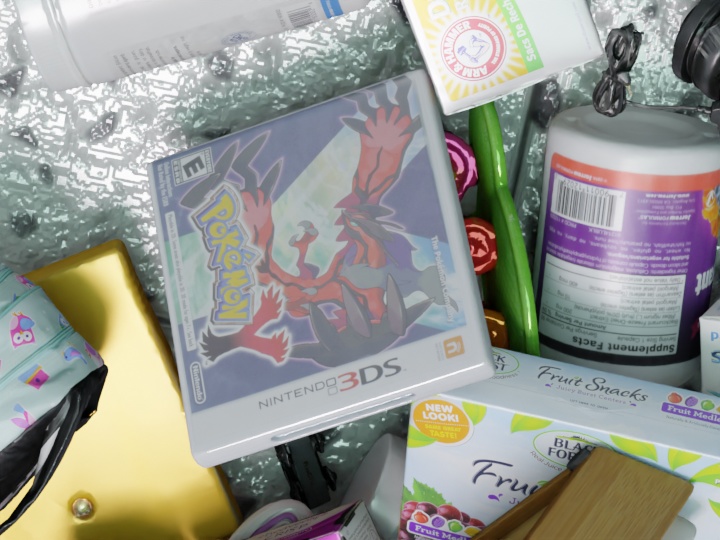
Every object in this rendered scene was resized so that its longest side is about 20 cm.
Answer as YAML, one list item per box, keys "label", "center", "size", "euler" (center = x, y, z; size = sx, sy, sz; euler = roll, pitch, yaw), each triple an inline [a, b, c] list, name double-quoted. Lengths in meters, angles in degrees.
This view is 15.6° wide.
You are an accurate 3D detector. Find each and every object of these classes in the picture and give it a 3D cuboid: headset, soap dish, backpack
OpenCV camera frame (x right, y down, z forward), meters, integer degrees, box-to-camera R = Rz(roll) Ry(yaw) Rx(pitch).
- label: "headset"
  center: [0.229, -0.124, 1.539]
  size: [0.199, 0.124, 0.094]
  euler: [-13, 138, -18]
- label: "soap dish"
  center: [0.083, 0.193, 1.467]
  size: [0.081, 0.157, 0.200]
  euler: [47, 132, -2]
- label: "backpack"
  center: [-0.244, 0.094, 1.530]
  size: [0.200, 0.167, 0.127]
  euler: [-43, 98, 5]

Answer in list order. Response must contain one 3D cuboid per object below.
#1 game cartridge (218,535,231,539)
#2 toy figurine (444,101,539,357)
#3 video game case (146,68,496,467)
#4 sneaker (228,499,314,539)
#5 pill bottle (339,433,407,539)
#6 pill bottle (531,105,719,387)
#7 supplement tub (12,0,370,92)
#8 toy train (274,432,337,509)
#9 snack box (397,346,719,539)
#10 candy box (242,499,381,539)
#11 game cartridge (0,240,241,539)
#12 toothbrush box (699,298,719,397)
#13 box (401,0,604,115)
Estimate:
- label: "game cartridge"
  center: [-0.211, 0.167, 1.690]
  size: [0.176, 0.032, 0.200]
  euler: [-43, 102, 11]
- label: "toy figurine"
  center: [0.000, 0.000, 1.573]
  size: [0.183, 0.150, 0.201]
  euler: [-8, 96, -6]
- label: "video game case"
  center: [-0.027, -0.003, 1.515]
  size: [0.181, 0.201, 0.023]
  euler: [-18, 150, 12]
- label: "sneaker"
  center: [-0.061, 0.219, 1.668]
  size: [0.074, 0.100, 0.201]
  euler: [19, 121, 8]
- label: "pill bottle"
  center: [0.086, 0.185, 1.658]
  size: [0.199, 0.113, 0.113]
  euler: [28, 105, -9]
- label: "pill bottle"
  center: [0.160, 0.008, 1.604]
  size: [0.111, 0.111, 0.201]
  euler: [4, 108, -2]
- label: "supplement tub"
  center: [-0.101, -0.191, 1.529]
  size: [0.199, 0.132, 0.133]
  euler: [-14, 107, 3]
- label: "toy train"
  center: [-0.058, 0.056, 1.652]
  size: [0.034, 0.046, 0.201]
  euler: [-21, 108, -12]
- label: "snack box"
  center: [0.126, 0.122, 1.523]
  size: [0.199, 0.053, 0.143]
  euler: [12, 133, 8]
- label: "candy box"
  center: [-0.024, 0.254, 1.575]
  size: [0.136, 0.061, 0.201]
  euler: [-20, 99, 20]
- label: "game cartridge"
  center: [-0.191, 0.101, 1.633]
  size: [0.175, 0.032, 0.201]
  euler: [-20, 106, 5]
- label: "toothbrush box"
  center: [0.270, 0.103, 1.608]
  size: [0.085, 0.146, 0.201]
  euler: [6, 111, 25]
- label: "box"
  center: [0.060, -0.209, 1.536]
  size: [0.101, 0.113, 0.201]
  euler: [-20, 108, 6]
